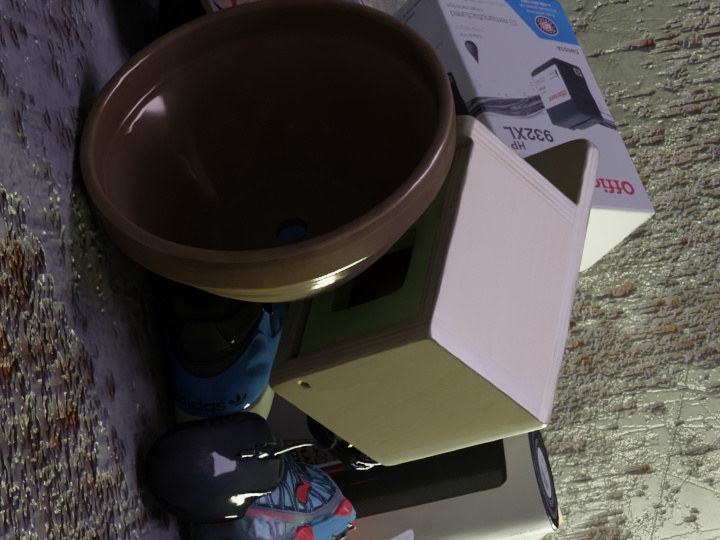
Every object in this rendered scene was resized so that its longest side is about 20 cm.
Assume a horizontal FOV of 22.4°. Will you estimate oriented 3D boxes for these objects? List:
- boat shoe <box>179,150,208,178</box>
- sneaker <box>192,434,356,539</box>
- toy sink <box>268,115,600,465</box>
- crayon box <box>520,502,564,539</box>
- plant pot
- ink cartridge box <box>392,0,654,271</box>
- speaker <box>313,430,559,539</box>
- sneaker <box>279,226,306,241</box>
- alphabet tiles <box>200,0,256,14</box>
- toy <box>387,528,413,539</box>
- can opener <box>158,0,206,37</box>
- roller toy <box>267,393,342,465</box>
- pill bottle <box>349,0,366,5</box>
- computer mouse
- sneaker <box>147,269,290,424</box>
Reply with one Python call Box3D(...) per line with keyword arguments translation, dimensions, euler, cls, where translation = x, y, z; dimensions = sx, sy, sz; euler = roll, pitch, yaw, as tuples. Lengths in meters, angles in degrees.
Box3D(translation=(-0.094, -0.102, 1.119), dimensions=(0.066, 0.070, 0.200), euler=(65, 29, -11), cls="boat shoe")
Box3D(translation=(-0.054, 0.131, 1.110), dimensions=(0.200, 0.079, 0.096), euler=(-39, 116, -82), cls="sneaker")
Box3D(translation=(0.044, -0.008, 1.051), dimensions=(0.112, 0.130, 0.200), euler=(37, 53, -31), cls="toy sink")
Box3D(translation=(0.053, 0.211, 1.350), dimensions=(0.052, 0.200, 0.126), euler=(53, -5, 24), cls="crayon box")
Box3D(translation=(-0.043, -0.050, 0.980), dimensions=(0.093, 0.200, 0.201), euler=(76, 7, -47), cls="plant pot")
Box3D(translation=(0.112, -0.107, 1.355), dimensions=(0.145, 0.084, 0.200), euler=(3, 57, -41), cls="ink cartridge box")
Box3D(translation=(0.030, 0.160, 1.239), dimensions=(0.081, 0.199, 0.081), euler=(-14, 90, -78), cls="speaker")
Box3D(translation=(0.000, 0.000, 1.143), dimensions=(0.200, 0.078, 0.066), euler=(63, -1, -10), cls="sneaker")
Box3D(translation=(-0.099, -0.194, 1.138), dimensions=(0.200, 0.008, 0.167), euler=(32, 26, -55), cls="alphabet tiles")
Box3D(translation=(-0.028, 0.233, 1.099), dimensions=(0.200, 0.047, 0.116), euler=(-12, 102, -63), cls="toy")
Box3D(translation=(-0.095, -0.104, 1.241), dimensions=(0.063, 0.078, 0.201), euler=(-145, -136, -61), cls="can opener")
Box3D(translation=(-0.004, 0.070, 1.342), dimensions=(0.200, 0.139, 0.183), euler=(10, 74, -73), cls="roller toy")
Box3D(translation=(-0.056, -0.165, 1.355), dimensions=(0.200, 0.119, 0.120), euler=(-67, 145, -77), cls="pill bottle")
Box3D(translation=(-0.041, 0.102, 1.029), dimensions=(0.200, 0.034, 0.059), euler=(-8, 78, -48), cls="computer mouse")
Box3D(translation=(-0.078, 0.006, 1.100), dimensions=(0.200, 0.076, 0.112), euler=(-75, 164, -59), cls="sneaker")
